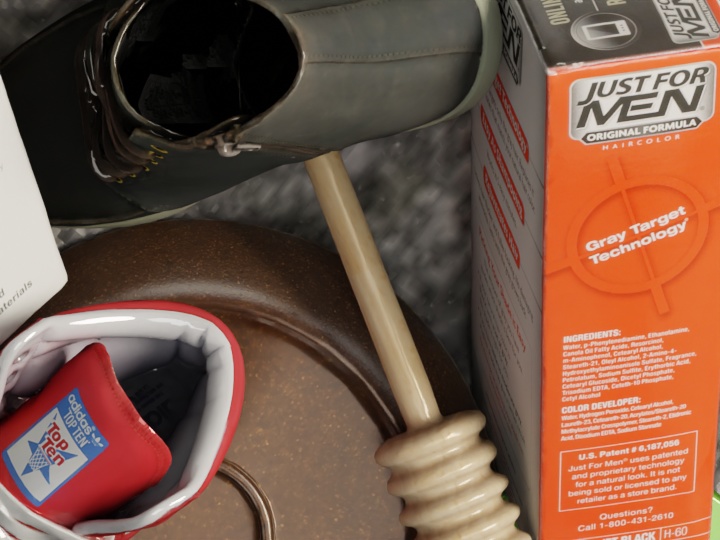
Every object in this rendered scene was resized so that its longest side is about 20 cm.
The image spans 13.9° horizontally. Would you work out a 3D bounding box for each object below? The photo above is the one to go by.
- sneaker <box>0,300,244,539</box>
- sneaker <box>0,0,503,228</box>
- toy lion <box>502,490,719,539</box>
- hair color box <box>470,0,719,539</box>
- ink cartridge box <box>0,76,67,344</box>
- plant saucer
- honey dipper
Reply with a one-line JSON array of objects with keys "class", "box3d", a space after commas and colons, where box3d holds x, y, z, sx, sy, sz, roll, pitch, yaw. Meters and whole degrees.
[{"class": "sneaker", "box3d": [-0.113, 0.080, 0.858, 0.200, 0.112, 0.071, -42, 87, -16]}, {"class": "sneaker", "box3d": [-0.067, -0.056, 0.868, 0.200, 0.106, 0.075, -16, 87, 35]}, {"class": "toy lion", "box3d": [0.043, 0.137, 1.002, 0.192, 0.069, 0.200, 43, 93, -8]}, {"class": "hair color box", "box3d": [0.072, -0.010, 0.911, 0.061, 0.102, 0.201, -8, 129, -7]}, {"class": "ink cartridge box", "box3d": [-0.180, -0.068, 0.821, 0.083, 0.145, 0.200, -44, 138, -31]}, {"class": "plant saucer", "box3d": [-0.053, 0.084, 0.958, 0.199, 0.034, 0.201, 0, 93, 1]}, {"class": "honey dipper", "box3d": [0.000, 0.000, 0.919, 0.038, 0.038, 0.201, -22, 92, -4]}]
